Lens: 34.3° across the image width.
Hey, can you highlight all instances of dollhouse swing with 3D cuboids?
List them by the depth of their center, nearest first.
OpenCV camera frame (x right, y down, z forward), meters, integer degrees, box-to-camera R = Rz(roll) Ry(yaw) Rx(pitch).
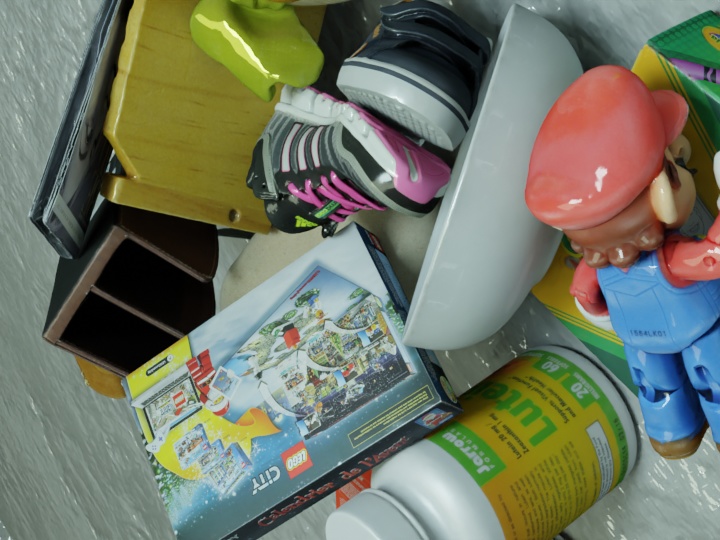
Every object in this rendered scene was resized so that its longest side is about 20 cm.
[{"bbox_3d":[-0.128,-0.146,0.828,0.175,0.181,0.201,18,95,46],"label":"dollhouse swing"}]

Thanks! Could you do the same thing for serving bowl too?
[{"bbox_3d":[0.083,-0.043,0.663,0.065,0.201,0.201,19,140,1],"label":"serving bowl"}]

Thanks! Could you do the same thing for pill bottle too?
[{"bbox_3d":[0.078,0.141,0.765,0.111,0.200,0.111,36,141,35],"label":"pill bottle"}]

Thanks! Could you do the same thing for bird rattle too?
[{"bbox_3d":[-0.067,-0.188,0.651,0.162,0.200,0.113,-1,70,31],"label":"bird rattle"}]

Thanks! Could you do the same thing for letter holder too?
[{"bbox_3d":[-0.148,0.002,0.896,0.142,0.101,0.200,31,-165,-20],"label":"letter holder"}]

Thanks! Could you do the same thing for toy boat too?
[{"bbox_3d":[0.000,0.000,0.856,0.131,0.131,0.200,49,115,20],"label":"toy boat"}]

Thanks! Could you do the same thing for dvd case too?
[{"bbox_3d":[-0.170,-0.113,0.772,0.016,0.201,0.149,18,170,-5],"label":"dvd case"}]

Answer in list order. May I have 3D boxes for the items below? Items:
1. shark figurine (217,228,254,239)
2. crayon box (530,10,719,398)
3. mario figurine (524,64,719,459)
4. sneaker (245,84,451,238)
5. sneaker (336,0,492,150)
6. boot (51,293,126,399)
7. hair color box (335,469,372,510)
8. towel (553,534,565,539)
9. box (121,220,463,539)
[{"bbox_3d":[-0.047,0.054,1.001,0.128,0.089,0.215,-2,114,55],"label":"shark figurine"},{"bbox_3d":[0.177,-0.022,0.630,0.119,0.058,0.200,47,146,24],"label":"crayon box"},{"bbox_3d":[0.155,-0.010,0.566,0.123,0.106,0.201,-20,110,17],"label":"mario figurine"},{"bbox_3d":[-0.016,-0.055,0.711,0.074,0.088,0.200,29,-177,-31],"label":"sneaker"},{"bbox_3d":[0.034,-0.119,0.679,0.078,0.080,0.200,31,-176,-7],"label":"sneaker"},{"bbox_3d":[-0.320,0.105,1.478,0.201,0.071,0.145,25,139,50],"label":"boot"},{"bbox_3d":[0.034,0.201,0.977,0.061,0.101,0.201,36,141,37],"label":"hair color box"},{"bbox_3d":[0.149,0.283,0.947,0.144,0.023,0.201,40,141,36],"label":"towel"},{"bbox_3d":[-0.050,0.080,0.752,0.038,0.200,0.137,31,-151,-59],"label":"box"}]
